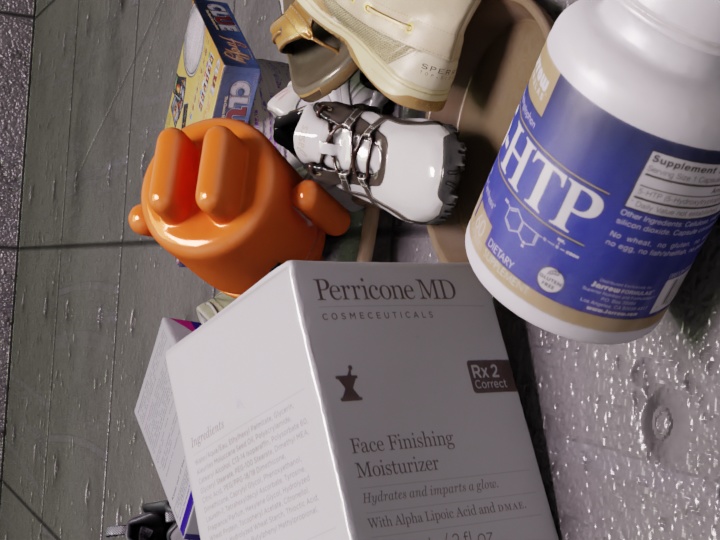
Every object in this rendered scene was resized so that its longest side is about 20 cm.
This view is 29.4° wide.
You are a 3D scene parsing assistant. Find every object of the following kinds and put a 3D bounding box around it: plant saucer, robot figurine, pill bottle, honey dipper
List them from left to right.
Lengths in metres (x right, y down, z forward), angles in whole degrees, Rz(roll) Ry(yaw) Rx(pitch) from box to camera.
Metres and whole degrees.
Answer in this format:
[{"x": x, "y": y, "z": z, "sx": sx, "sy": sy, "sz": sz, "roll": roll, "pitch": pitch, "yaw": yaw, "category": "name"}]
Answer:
[{"x": -0.098, "y": -0.045, "z": 1.075, "sx": 0.117, "sy": 0.144, "sz": 0.200, "roll": 55, "pitch": -176, "yaw": 27, "category": "robot figurine"}, {"x": 0.000, "y": 0.000, "z": 1.096, "sx": 0.038, "sy": 0.038, "sz": 0.201, "roll": 174, "pitch": 108, "yaw": -67, "category": "honey dipper"}, {"x": 0.095, "y": -0.087, "z": 0.933, "sx": 0.200, "sy": 0.029, "sz": 0.201, "roll": -175, "pitch": 90, "yaw": -68, "category": "plant saucer"}, {"x": 0.140, "y": -0.073, "z": 0.704, "sx": 0.120, "sy": 0.119, "sz": 0.201, "roll": -113, "pitch": 35, "yaw": -47, "category": "pill bottle"}]

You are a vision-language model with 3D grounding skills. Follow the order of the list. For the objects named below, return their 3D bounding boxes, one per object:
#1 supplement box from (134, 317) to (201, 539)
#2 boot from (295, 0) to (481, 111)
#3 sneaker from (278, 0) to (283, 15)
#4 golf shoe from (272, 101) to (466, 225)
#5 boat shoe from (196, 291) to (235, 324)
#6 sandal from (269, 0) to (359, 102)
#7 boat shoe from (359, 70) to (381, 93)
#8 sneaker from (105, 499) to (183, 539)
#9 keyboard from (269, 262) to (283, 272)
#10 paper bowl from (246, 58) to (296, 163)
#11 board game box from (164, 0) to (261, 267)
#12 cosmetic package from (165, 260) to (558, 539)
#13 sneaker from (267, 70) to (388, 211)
[{"x": -0.114, "y": 0.132, "z": 1.158, "sx": 0.200, "sy": 0.101, "sz": 0.104, "roll": 48, "pitch": 124, "yaw": 58, "category": "supplement box"}, {"x": 0.025, "y": -0.229, "z": 0.964, "sx": 0.200, "sy": 0.072, "sz": 0.156, "roll": 54, "pitch": 130, "yaw": 36, "category": "boot"}, {"x": -0.039, "y": -0.282, "z": 1.261, "sx": 0.088, "sy": 0.075, "sz": 0.200, "roll": -57, "pitch": 37, "yaw": 23, "category": "sneaker"}, {"x": 0.002, "y": -0.080, "z": 0.994, "sx": 0.200, "sy": 0.094, "sz": 0.078, "roll": 23, "pitch": 105, "yaw": 61, "category": "golf shoe"}, {"x": -0.083, "y": 0.069, "z": 1.118, "sx": 0.072, "sy": 0.062, "sz": 0.200, "roll": 67, "pitch": 171, "yaw": -27, "category": "boat shoe"}, {"x": -0.041, "y": -0.200, "z": 1.084, "sx": 0.080, "sy": 0.054, "sz": 0.200, "roll": -41, "pitch": 36, "yaw": 21, "category": "sandal"}, {"x": 0.050, "y": -0.219, "z": 1.026, "sx": 0.067, "sy": 0.057, "sz": 0.201, "roll": -121, "pitch": 41, "yaw": -54, "category": "boat shoe"}, {"x": -0.199, "y": 0.278, "z": 1.427, "sx": 0.200, "sy": 0.139, "sz": 0.078, "roll": 127, "pitch": 141, "yaw": -52, "category": "sneaker"}, {"x": -0.026, "y": 0.097, "z": 1.021, "sx": 0.040, "sy": 0.104, "sz": 0.201, "roll": -40, "pitch": 45, "yaw": 54, "category": "keyboard"}, {"x": -0.087, "y": -0.093, "z": 1.274, "sx": 0.200, "sy": 0.104, "sz": 0.202, "roll": -175, "pitch": 90, "yaw": -67, "category": "paper bowl"}, {"x": -0.142, "y": -0.122, "z": 1.232, "sx": 0.136, "sy": 0.034, "sz": 0.201, "roll": -117, "pitch": 37, "yaw": -50, "category": "board game box"}, {"x": -0.004, "y": 0.114, "z": 0.889, "sx": 0.165, "sy": 0.164, "sz": 0.201, "roll": -33, "pitch": 65, "yaw": 47, "category": "cosmetic package"}, {"x": -0.025, "y": -0.150, "z": 1.139, "sx": 0.078, "sy": 0.099, "sz": 0.201, "roll": -154, "pitch": 70, "yaw": -66, "category": "sneaker"}]
